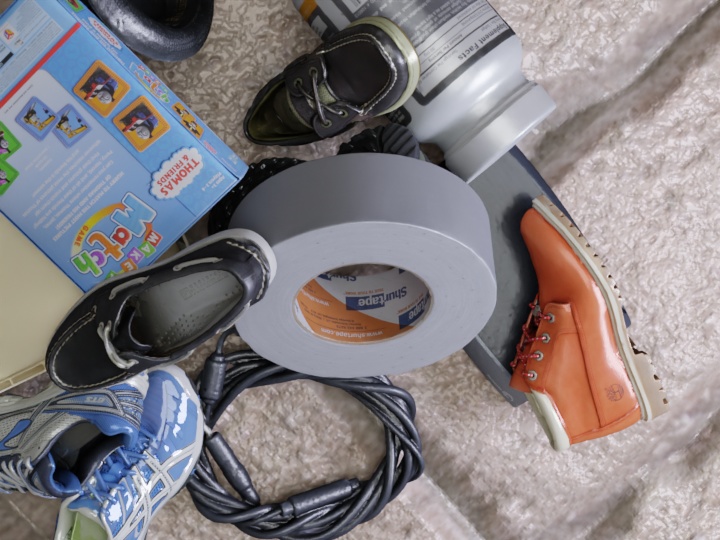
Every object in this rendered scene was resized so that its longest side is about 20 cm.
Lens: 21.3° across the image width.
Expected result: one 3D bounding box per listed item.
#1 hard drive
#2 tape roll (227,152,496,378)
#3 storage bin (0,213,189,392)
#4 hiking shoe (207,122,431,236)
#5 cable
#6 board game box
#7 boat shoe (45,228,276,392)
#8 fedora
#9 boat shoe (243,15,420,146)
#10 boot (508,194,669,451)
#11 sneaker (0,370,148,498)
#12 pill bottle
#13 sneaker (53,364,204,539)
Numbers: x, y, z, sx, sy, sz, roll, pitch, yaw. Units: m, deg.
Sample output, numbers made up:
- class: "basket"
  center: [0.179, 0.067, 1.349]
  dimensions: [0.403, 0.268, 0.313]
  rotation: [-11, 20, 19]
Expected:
- class: "hard drive"
  center: [0.119, -0.002, 1.537]
  dimensions: [0.135, 0.042, 0.200]
  rotation: [-35, 98, -4]
- class: "tape roll"
  center: [0.000, 0.000, 1.428]
  dimensions: [0.200, 0.200, 0.066]
  rotation: [2, 53, -8]
- class: "storage bin"
  center: [-0.248, -0.033, 1.461]
  dimensions: [0.198, 0.094, 0.200]
  rotation: [-25, 97, -6]
- class: "hiking shoe"
  center: [-0.024, -0.042, 1.477]
  dimensions: [0.200, 0.076, 0.101]
  rotation: [-15, 140, 30]
- class: "cable"
  center: [-0.046, 0.140, 1.523]
  dimensions: [0.200, 0.051, 0.163]
  rotation: [20, 92, -9]
- class: "board game box"
  center: [-0.204, -0.091, 1.372]
  dimensions: [0.151, 0.037, 0.200]
  rotation: [-42, 99, 19]
- class: "boat shoe"
  center: [-0.149, 0.037, 1.358]
  dimensions: [0.200, 0.060, 0.074]
  rotation: [-25, 104, 21]
- class: "fedora"
  center: [-0.197, -0.236, 1.437]
  dimensions: [0.092, 0.201, 0.201]
  rotation: [-25, 99, 28]
- class: "boat shoe"
  center: [-0.024, -0.130, 1.427]
  dimensions: [0.065, 0.200, 0.073]
  rotation: [-37, 94, -29]
- class: "boot"
  center: [0.154, 0.044, 1.490]
  dimensions: [0.107, 0.075, 0.200]
  rotation: [-25, 100, -1]
- class: "sneaker"
  center: [-0.247, 0.136, 1.447]
  dimensions: [0.200, 0.085, 0.077]
  rotation: [-31, 136, 21]
- class: "pill bottle"
  center: [0.050, -0.171, 1.464]
  dimensions: [0.116, 0.116, 0.200]
  rotation: [-40, 89, -3]
- class: "sneaker"
  center: [-0.182, 0.166, 1.481]
  dimensions: [0.076, 0.077, 0.200]
  rotation: [23, 94, 14]
